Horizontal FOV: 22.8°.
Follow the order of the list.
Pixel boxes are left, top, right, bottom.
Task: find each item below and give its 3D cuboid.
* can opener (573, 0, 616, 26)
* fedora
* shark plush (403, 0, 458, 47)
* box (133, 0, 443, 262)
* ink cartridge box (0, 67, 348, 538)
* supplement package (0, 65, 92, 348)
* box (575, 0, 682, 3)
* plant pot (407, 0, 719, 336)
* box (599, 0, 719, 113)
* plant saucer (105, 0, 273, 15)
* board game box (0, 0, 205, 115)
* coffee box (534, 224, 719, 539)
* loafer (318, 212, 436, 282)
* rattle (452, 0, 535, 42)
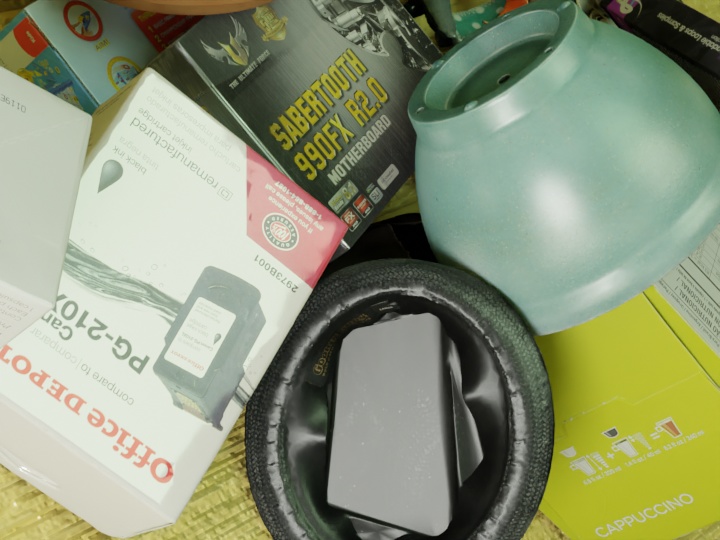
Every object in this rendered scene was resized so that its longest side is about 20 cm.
[{"bbox_3d":[0.219,-0.218,1.325,0.053,0.067,0.200,52,41,-4],"label":"can opener"},{"bbox_3d":[0.026,0.093,1.061,0.201,0.200,0.092,60,8,2],"label":"fedora"},{"bbox_3d":[0.051,-0.257,1.330,0.091,0.083,0.201,33,47,-26],"label":"shark plush"},{"bbox_3d":[-0.028,-0.113,1.108,0.159,0.048,0.200,51,41,-9],"label":"box"},{"bbox_3d":[-0.121,0.020,0.950,0.145,0.084,0.200,38,63,-16],"label":"ink cartridge box"},{"bbox_3d":[-0.228,-0.008,0.818,0.113,0.200,0.110,28,48,-28],"label":"supplement package"},{"bbox_3d":[0.185,-0.139,1.373,0.148,0.104,0.200,53,42,-4],"label":"box"},{"bbox_3d":[0.111,-0.076,1.067,0.134,0.200,0.201,54,40,-23],"label":"plant pot"},{"bbox_3d":[0.254,-0.110,1.175,0.143,0.036,0.200,44,2,-37],"label":"box"},{"bbox_3d":[-0.108,-0.205,1.072,0.199,0.038,0.201,5,36,-4],"label":"plant saucer"},{"bbox_3d":[-0.103,-0.106,1.109,0.196,0.056,0.200,53,41,-5],"label":"board game box"},{"bbox_3d":[0.190,0.042,1.193,0.200,0.199,0.198,44,42,-17],"label":"coffee box"},{"bbox_3d":[0.000,0.000,1.132,0.200,0.071,0.073,-31,89,-49],"label":"loafer"},{"bbox_3d":[0.143,-0.221,1.390,0.143,0.130,0.201,59,28,-49],"label":"rattle"}]
